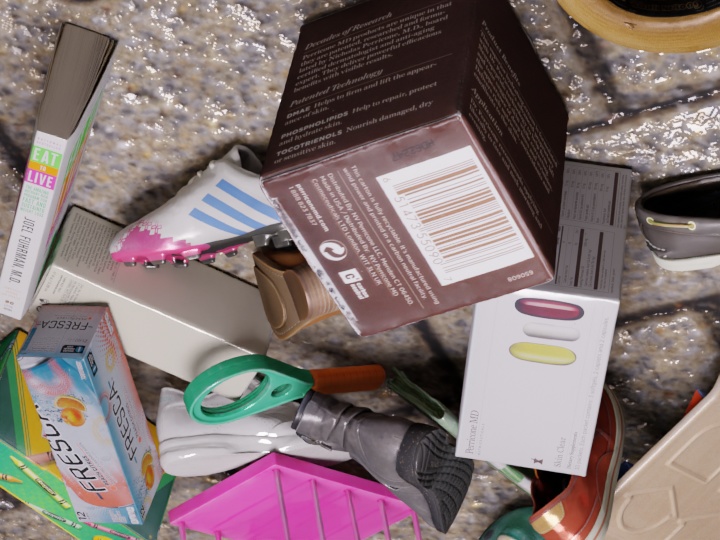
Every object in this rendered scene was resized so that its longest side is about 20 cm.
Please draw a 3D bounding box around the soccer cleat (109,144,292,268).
[{"bbox_3d":[-0.118,-0.053,1.775,0.199,0.087,0.070,-10,174,25],"label":"soccer cleat"}]

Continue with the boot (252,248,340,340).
[{"bbox_3d":[0.000,0.000,1.784,0.154,0.200,0.074,-19,98,-17],"label":"boot"}]

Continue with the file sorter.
[{"bbox_3d":[-0.049,0.266,1.959,0.139,0.126,0.199,-31,145,33],"label":"file sorter"}]

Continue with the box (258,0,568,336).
[{"bbox_3d":[0.046,-0.090,1.609,0.163,0.201,0.166,-18,125,23],"label":"box"}]

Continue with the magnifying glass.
[{"bbox_3d":[-0.062,0.098,1.851,0.199,0.022,0.080,-5,144,-39],"label":"magnifying glass"}]

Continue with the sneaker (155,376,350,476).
[{"bbox_3d":[-0.084,0.130,1.931,0.199,0.089,0.075,1,154,-21],"label":"sneaker"}]

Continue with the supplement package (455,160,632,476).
[{"bbox_3d":[0.145,0.036,1.736,0.110,0.156,0.201,8,134,5],"label":"supplement package"}]

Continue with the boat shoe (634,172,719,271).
[{"bbox_3d":[0.311,-0.050,1.681,0.200,0.072,0.061,-13,132,26],"label":"boat shoe"}]

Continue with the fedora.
[{"bbox_3d":[0.222,-0.246,1.509,0.199,0.082,0.202,1,131,1],"label":"fedora"}]

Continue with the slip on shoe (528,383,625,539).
[{"bbox_3d":[0.176,0.154,1.808,0.061,0.201,0.074,36,127,-17],"label":"slip on shoe"}]

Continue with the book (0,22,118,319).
[{"bbox_3d":[-0.250,-0.077,1.731,0.048,0.134,0.201,18,133,-5],"label":"book"}]

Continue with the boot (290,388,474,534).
[{"bbox_3d":[0.020,0.157,1.873,0.131,0.070,0.200,18,159,22],"label":"boot"}]

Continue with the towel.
[{"bbox_3d":[0.119,0.160,1.881,0.200,0.152,0.023,38,88,-22],"label":"towel"}]

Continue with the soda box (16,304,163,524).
[{"bbox_3d":[-0.227,0.124,1.842,0.063,0.069,0.201,0,130,18],"label":"soda box"}]

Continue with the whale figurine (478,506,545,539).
[{"bbox_3d":[0.187,0.267,1.947,0.159,0.104,0.200,40,155,-22],"label":"whale figurine"}]

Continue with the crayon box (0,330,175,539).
[{"bbox_3d":[-0.263,0.161,1.960,0.200,0.119,0.058,38,131,-22],"label":"crayon box"}]

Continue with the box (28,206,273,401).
[{"bbox_3d":[-0.174,0.029,1.849,0.199,0.082,0.069,26,131,-10],"label":"box"}]

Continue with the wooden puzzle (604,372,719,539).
[{"bbox_3d":[0.286,0.178,1.848,0.185,0.046,0.200,27,108,-44],"label":"wooden puzzle"}]
